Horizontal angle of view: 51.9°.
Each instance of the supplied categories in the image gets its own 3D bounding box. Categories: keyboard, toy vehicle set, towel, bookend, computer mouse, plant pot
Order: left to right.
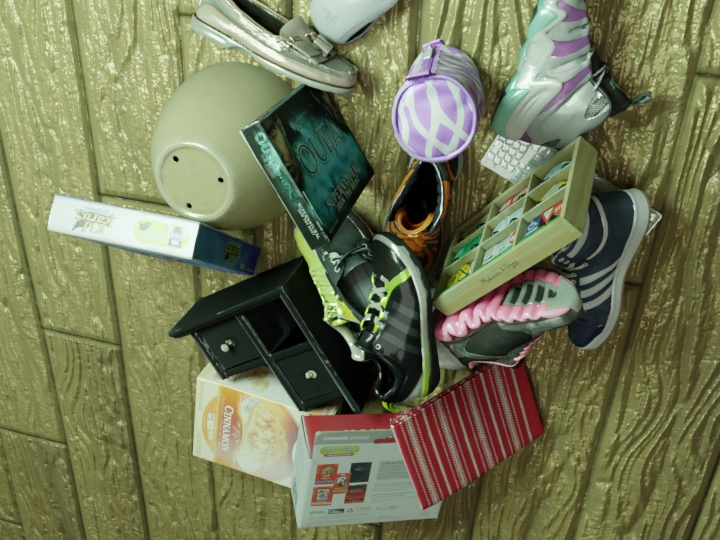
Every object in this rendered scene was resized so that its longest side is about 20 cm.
[{"bbox_3d":[-0.163,-0.126,0.860,0.200,0.134,0.201,8,120,15],"label":"plant pot"},{"bbox_3d":[-0.115,0.110,0.998,0.200,0.092,0.199,-20,110,28],"label":"bookend"},{"bbox_3d":[0.022,-0.304,0.753,0.110,0.044,0.200,46,121,-11],"label":"computer mouse"},{"bbox_3d":[0.139,0.196,0.931,0.200,0.022,0.145,-28,114,-17],"label":"towel"},{"bbox_3d":[0.158,-0.042,0.776,0.027,0.124,0.200,35,139,-14],"label":"toy vehicle set"},{"bbox_3d":[0.233,-0.091,0.821,0.200,0.011,0.056,31,123,-1],"label":"keyboard"}]

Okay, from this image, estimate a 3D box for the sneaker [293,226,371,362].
[{"bbox_3d":[-0.020,0.024,0.925,0.075,0.076,0.200,-24,107,39],"label":"sneaker"}]

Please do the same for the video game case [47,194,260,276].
[{"bbox_3d":[-0.241,-0.038,0.902,0.181,0.200,0.046,12,86,13],"label":"video game case"}]

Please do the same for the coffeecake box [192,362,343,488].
[{"bbox_3d":[-0.136,0.224,1.080,0.200,0.073,0.154,16,121,9],"label":"coffeecake box"}]

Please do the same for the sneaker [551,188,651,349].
[{"bbox_3d":[0.232,0.003,0.804,0.108,0.070,0.200,-4,124,-18],"label":"sneaker"}]

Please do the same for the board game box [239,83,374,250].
[{"bbox_3d":[-0.048,-0.122,0.784,0.028,0.200,0.135,-23,109,24],"label":"board game box"}]

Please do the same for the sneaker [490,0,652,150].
[{"bbox_3d":[0.226,-0.204,0.728,0.140,0.078,0.200,21,132,4],"label":"sneaker"}]

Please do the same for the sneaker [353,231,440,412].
[{"bbox_3d":[0.032,0.060,0.805,0.083,0.072,0.200,-18,102,-21],"label":"sneaker"}]

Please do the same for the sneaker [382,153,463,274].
[{"bbox_3d":[0.056,-0.051,0.840,0.077,0.112,0.200,17,123,10],"label":"sneaker"}]

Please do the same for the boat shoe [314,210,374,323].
[{"bbox_3d":[-0.002,0.001,0.867,0.074,0.066,0.200,-24,96,-6],"label":"boat shoe"}]

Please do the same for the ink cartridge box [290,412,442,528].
[{"bbox_3d":[0.018,0.249,0.990,0.200,0.084,0.176,2,122,-15],"label":"ink cartridge box"}]

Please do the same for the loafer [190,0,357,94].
[{"bbox_3d":[-0.091,-0.256,0.803,0.200,0.072,0.063,25,119,7],"label":"loafer"}]

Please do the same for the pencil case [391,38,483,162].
[{"bbox_3d":[0.078,-0.171,0.722,0.084,0.200,0.086,-9,114,11],"label":"pencil case"}]

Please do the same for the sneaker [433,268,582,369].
[{"bbox_3d":[0.163,0.063,0.802,0.200,0.079,0.095,-18,115,50],"label":"sneaker"}]

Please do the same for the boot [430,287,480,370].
[{"bbox_3d":[0.147,0.074,0.914,0.200,0.074,0.096,1,125,27],"label":"boot"}]
